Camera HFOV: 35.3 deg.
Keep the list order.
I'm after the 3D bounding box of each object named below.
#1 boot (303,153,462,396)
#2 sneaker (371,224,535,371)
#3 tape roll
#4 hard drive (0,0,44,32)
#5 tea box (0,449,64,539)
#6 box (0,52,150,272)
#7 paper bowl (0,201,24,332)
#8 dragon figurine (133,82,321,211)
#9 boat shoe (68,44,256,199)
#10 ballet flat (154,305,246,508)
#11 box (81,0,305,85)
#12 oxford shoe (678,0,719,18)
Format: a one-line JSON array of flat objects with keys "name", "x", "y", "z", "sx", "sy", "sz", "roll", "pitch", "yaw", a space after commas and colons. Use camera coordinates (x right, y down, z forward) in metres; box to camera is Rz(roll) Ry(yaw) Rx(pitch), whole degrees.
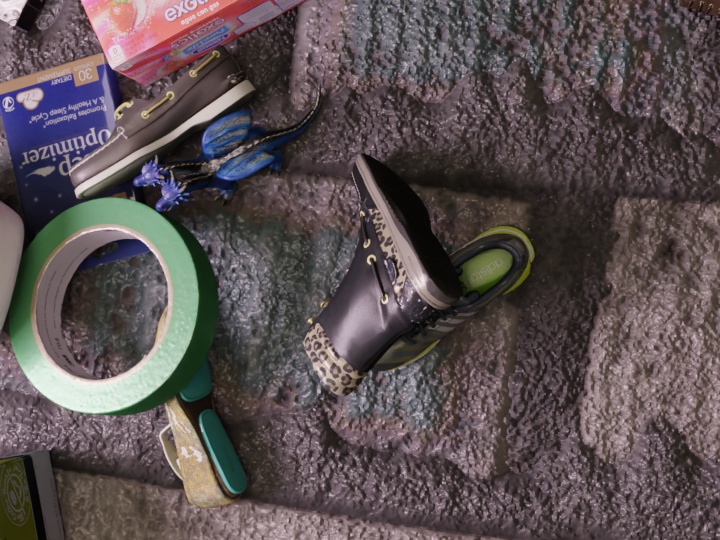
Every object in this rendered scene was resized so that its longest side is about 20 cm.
[{"name": "boot", "x": -0.001, "y": 0.000, "z": 1.044, "sx": 0.154, "sy": 0.073, "sz": 0.204, "roll": -47, "pitch": 42, "yaw": 22}, {"name": "sneaker", "x": 0.073, "y": 0.024, "z": 1.054, "sx": 0.199, "sy": 0.081, "sz": 0.074, "roll": -38, "pitch": 84, "yaw": 6}, {"name": "tape roll", "x": -0.233, "y": 0.035, "z": 1.063, "sx": 0.198, "sy": 0.048, "sz": 0.203, "roll": -3, "pitch": 80, "yaw": 16}, {"name": "hard drive", "x": -0.352, "y": -0.362, "z": 1.141, "sx": 0.139, "sy": 0.038, "sz": 0.201, "roll": 30, "pitch": 94, "yaw": 8}, {"name": "tea box", "x": -0.369, "y": 0.287, "z": 1.054, "sx": 0.132, "sy": 0.197, "sz": 0.202, "roll": -11, "pitch": 88, "yaw": 7}, {"name": "box", "x": -0.284, "y": -0.103, "z": 1.131, "sx": 0.120, "sy": 0.032, "sz": 0.202, "roll": -15, "pitch": 88, "yaw": 7}, {"name": "paper bowl", "x": -0.382, "y": 0.004, "z": 1.064, "sx": 0.104, "sy": 0.200, "sz": 0.203, "roll": 15, "pitch": 91, "yaw": -22}, {"name": "dragon figurine", "x": -0.115, "y": -0.112, "z": 1.071, "sx": 0.199, "sy": 0.099, "sz": 0.059, "roll": -29, "pitch": 85, "yaw": 1}, {"name": "boat shoe", "x": -0.198, "y": -0.142, "z": 1.084, "sx": 0.200, "sy": 0.072, "sz": 0.061, "roll": -35, "pitch": 93, "yaw": -14}, {"name": "ballet flat", "x": -0.172, "y": 0.135, "z": 1.098, "sx": 0.070, "sy": 0.071, "sz": 0.202, "roll": -20, "pitch": 87, "yaw": 7}, {"name": "box", "x": -0.155, "y": -0.269, "z": 1.081, "sx": 0.199, "sy": 0.103, "sz": 0.095, "roll": -26, "pitch": 85, "yaw": 8}, {"name": "oxford shoe", "x": 0.340, "y": -0.256, "z": 1.036, "sx": 0.084, "sy": 0.073, "sz": 0.200, "roll": -42, "pitch": 82, "yaw": 22}]
